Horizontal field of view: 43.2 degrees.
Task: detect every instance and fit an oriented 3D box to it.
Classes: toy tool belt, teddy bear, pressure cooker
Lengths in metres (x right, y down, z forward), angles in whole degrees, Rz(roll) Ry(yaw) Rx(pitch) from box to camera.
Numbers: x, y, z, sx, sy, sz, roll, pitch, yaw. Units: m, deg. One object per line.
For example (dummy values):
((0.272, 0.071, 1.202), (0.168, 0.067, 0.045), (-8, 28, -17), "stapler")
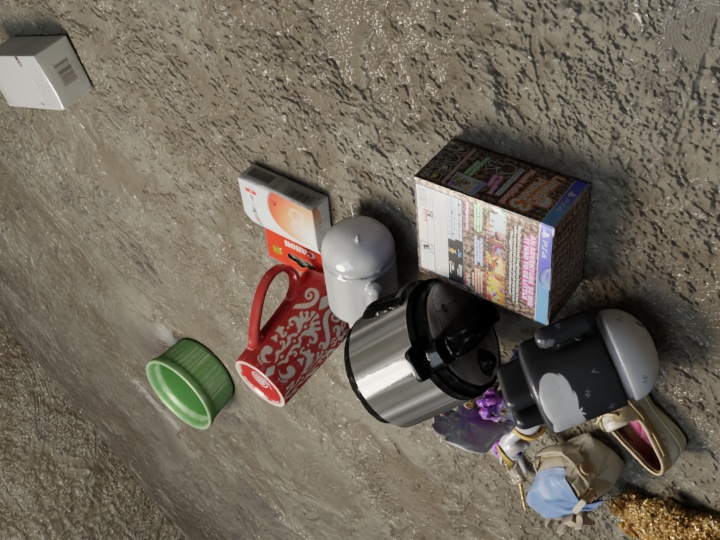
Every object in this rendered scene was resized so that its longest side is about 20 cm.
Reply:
((0.305, 0.336, 1.377), (0.124, 0.123, 0.200), (34, 145, 1), "toy tool belt")
((0.453, 0.382, 1.327), (0.198, 0.067, 0.146), (19, 140, 35), "teddy bear")
((0.099, 0.106, 1.247), (0.178, 0.178, 0.199), (31, 136, -32), "pressure cooker")

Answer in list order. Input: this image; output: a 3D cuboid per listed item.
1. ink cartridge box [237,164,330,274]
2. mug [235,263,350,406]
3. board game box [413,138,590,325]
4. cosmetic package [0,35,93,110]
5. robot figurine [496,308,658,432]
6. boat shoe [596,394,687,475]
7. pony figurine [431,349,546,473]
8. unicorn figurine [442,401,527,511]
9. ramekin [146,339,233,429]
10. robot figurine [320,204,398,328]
((-0.120, -0.061, 1.504), (0.161, 0.050, 0.202), (25, 138, 28), "ink cartridge box")
((-0.123, 0.103, 1.523), (0.177, 0.201, 0.134), (40, 155, 0), "mug")
((0.176, -0.051, 1.151), (0.198, 0.097, 0.161), (24, 141, 29), "board game box")
((-0.596, -0.365, 1.675), (0.198, 0.081, 0.114), (9, 133, 41), "cosmetic package")
((0.276, 0.127, 1.154), (0.126, 0.198, 0.150), (68, -169, 11), "robot figurine")
((0.356, 0.194, 1.235), (0.200, 0.069, 0.074), (43, 146, 4), "boat shoe")
((0.213, 0.202, 1.334), (0.192, 0.167, 0.201), (33, 125, -6), "pony figurine")
((0.215, 0.280, 1.479), (0.199, 0.074, 0.138), (33, 152, 19), "unicorn figurine")
((-0.382, 0.253, 2.065), (0.198, 0.098, 0.202), (28, 142, 24), "ramekin")
((0.000, 0.000, 1.380), (0.170, 0.111, 0.202), (-118, 15, -45), "robot figurine")
